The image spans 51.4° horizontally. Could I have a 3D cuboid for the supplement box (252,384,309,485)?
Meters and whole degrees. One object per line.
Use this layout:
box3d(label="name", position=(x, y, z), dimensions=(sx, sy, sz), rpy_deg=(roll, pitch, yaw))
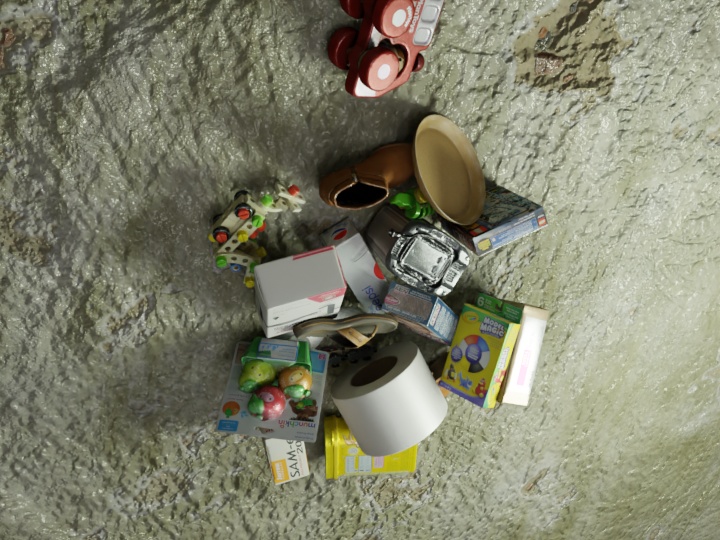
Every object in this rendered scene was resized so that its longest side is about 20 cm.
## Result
box3d(label="supplement box", position=(-0.163, 0.296, 1.463), dimensions=(0.073, 0.200, 0.127), rpy_deg=(-14, 126, -12))

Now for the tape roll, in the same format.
box3d(label="tape roll", position=(0.057, 0.256, 1.499), dimensions=(0.202, 0.203, 0.140), rpy_deg=(-28, 103, -2))

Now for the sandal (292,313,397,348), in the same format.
box3d(label="sandal", position=(-0.026, 0.117, 1.385), dimensions=(0.198, 0.055, 0.082), rpy_deg=(-2, 160, -24))

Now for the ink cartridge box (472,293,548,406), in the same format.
box3d(label="ink cartridge box", position=(0.286, 0.159, 1.530), dimensions=(0.075, 0.164, 0.202), rpy_deg=(14, 90, -29))

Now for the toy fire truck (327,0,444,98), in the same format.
box3d(label="toy fire truck", position=(0.052, -0.369, 1.180), dimensions=(0.167, 0.112, 0.201), rpy_deg=(-9, 128, -38))

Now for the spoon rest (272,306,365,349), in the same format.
box3d(label="spoon rest", position=(-0.080, 0.116, 1.477), dimensions=(0.198, 0.061, 0.100), rpy_deg=(-15, 126, 5))

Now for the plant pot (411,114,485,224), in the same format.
box3d(label="plant pot", position=(0.151, -0.173, 1.309), dimensions=(0.027, 0.201, 0.200), rpy_deg=(-20, 139, 41))

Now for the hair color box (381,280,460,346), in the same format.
box3d(label="hair color box", position=(0.122, 0.087, 1.444), dimensions=(0.061, 0.099, 0.200), rpy_deg=(-67, 154, -8))

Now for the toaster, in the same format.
box3d(label="toaster", position=(0.095, -0.043, 1.380), dimensions=(0.199, 0.129, 0.114), rpy_deg=(25, 101, -33))

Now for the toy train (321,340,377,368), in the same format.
box3d(label="toy train", position=(-0.064, 0.177, 1.522), dimensions=(0.198, 0.046, 0.034), rpy_deg=(-11, 117, -11))

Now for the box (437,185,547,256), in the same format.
box3d(label="box", position=(0.234, -0.094, 1.362), dimensions=(0.136, 0.200, 0.040), rpy_deg=(-24, 110, -4))

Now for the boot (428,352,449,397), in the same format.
box3d(label="boot", position=(0.179, 0.267, 1.659), dimensions=(0.199, 0.077, 0.156), rpy_deg=(-8, 129, -24))

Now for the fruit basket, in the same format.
box3d(label="fruit basket", position=(-0.160, 0.216, 1.384), dimensions=(0.184, 0.201, 0.094), rpy_deg=(6, 133, 3))

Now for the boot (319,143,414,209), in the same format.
box3d(label="boot", position=(0.027, -0.157, 1.257), dimensions=(0.198, 0.155, 0.077), rpy_deg=(-13, 107, -8))

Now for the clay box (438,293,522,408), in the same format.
box3d(label="clay box", position=(0.235, 0.153, 1.465), dimensions=(0.047, 0.114, 0.202), rpy_deg=(7, 102, -48))

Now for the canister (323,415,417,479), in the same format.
box3d(label="canister", position=(0.020, 0.383, 1.637), dimensions=(0.198, 0.087, 0.149), rpy_deg=(-2, 125, -4))

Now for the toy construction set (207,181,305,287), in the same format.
box3d(label="toy construction set", position=(-0.182, -0.071, 1.282), dimensions=(0.131, 0.092, 0.200), rpy_deg=(29, 108, -34))

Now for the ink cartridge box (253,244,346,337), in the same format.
box3d(label="ink cartridge box", position=(-0.110, 0.042, 1.326), dimensions=(0.145, 0.085, 0.200), rpy_deg=(-16, 166, -12))

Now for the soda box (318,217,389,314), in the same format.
box3d(label="soda box", position=(0.000, 0.000, 1.418), dimensions=(0.068, 0.064, 0.201), rpy_deg=(-30, 128, -1))

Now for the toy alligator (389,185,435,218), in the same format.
box3d(label="toy alligator", position=(0.127, -0.130, 1.337), dimensions=(0.199, 0.059, 0.055), rpy_deg=(-24, 96, -43))
